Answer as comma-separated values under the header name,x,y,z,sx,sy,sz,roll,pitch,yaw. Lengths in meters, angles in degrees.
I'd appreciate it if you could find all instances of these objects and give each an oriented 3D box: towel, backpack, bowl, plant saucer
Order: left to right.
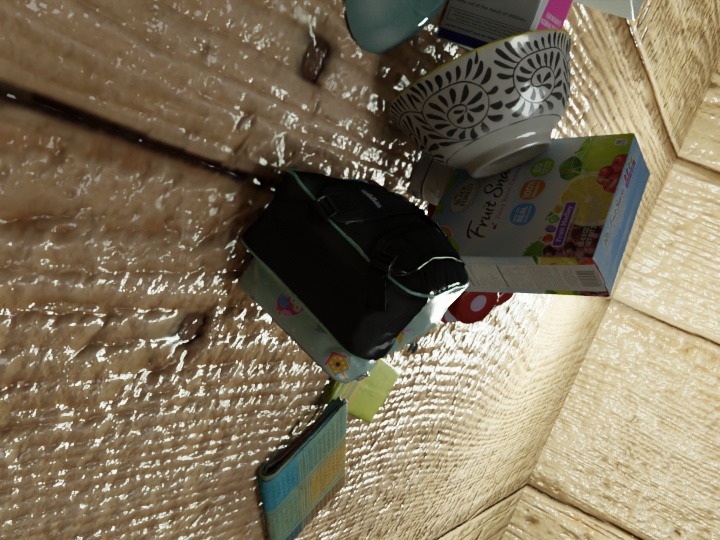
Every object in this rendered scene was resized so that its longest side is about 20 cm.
name,x,y,z,sx,sy,sz,roll,pitch,yaw
towel,-0.069,0.259,1.157,0.147,0.022,0.200,-41,150,-32
backpack,0.000,0.000,0.858,0.153,0.176,0.200,-56,164,25
towel,0.002,0.149,1.221,0.086,0.018,0.200,-57,158,-5
plant saucer,0.056,-0.289,0.849,0.201,0.039,0.201,-47,151,-35
bowl,0.137,-0.154,0.949,0.201,0.094,0.201,-21,173,-2

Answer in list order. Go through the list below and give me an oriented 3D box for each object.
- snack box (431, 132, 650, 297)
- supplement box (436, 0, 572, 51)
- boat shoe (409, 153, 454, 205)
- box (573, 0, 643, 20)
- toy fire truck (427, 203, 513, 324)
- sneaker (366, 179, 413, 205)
name,x,y,z,sx,sy,sz,roll,pitch,yaw
snack box,0.178,-0.058,0.974,0.068,0.200,0.169,54,49,-38
supplement box,0.174,-0.324,0.992,0.101,0.103,0.200,-7,118,-62
boat shoe,0.130,-0.166,1.097,0.200,0.070,0.071,-64,157,0
box,0.329,-0.444,1.197,0.152,0.106,0.200,-63,157,-4
toy fire truck,0.171,-0.023,1.201,0.168,0.112,0.200,-3,121,-31
sneaker,0.030,-0.008,1.039,0.081,0.075,0.200,-52,155,-27
